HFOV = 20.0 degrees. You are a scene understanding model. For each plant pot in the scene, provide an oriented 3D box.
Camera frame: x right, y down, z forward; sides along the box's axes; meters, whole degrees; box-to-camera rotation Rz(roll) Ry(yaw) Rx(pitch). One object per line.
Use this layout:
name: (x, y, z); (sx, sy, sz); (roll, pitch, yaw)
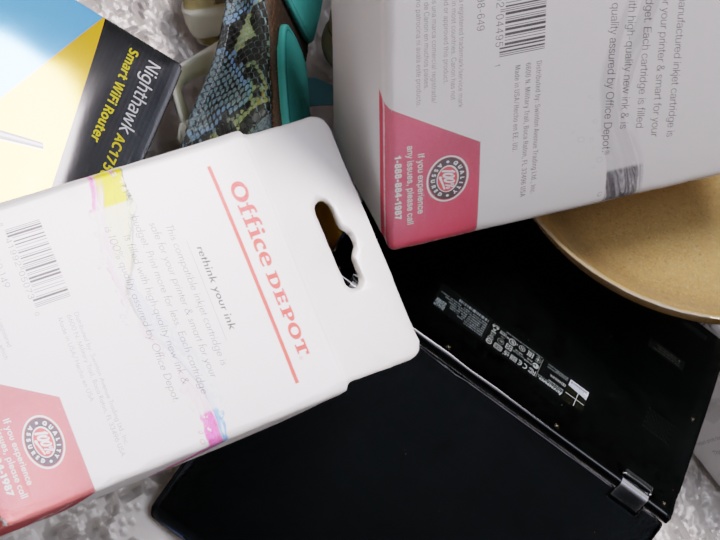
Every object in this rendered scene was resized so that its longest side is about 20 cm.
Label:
plant pot: (0.163, -0.050, 0.957); (0.198, 0.028, 0.201); (3, 53, -4)

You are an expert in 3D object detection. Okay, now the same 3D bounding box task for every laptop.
laptop: (0.042, 0.070, 0.929); (0.187, 0.116, 0.200); (36, 41, -4)

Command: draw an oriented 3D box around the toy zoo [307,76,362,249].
toy zoo: (0.000, 0.000, 0.968); (0.130, 0.020, 0.201); (-18, 82, -34)

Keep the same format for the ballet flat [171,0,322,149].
ballet flat: (-0.055, -0.108, 0.942); (0.074, 0.074, 0.201); (24, 43, -21)

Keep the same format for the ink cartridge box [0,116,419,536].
ink cartridge box: (-0.086, 0.020, 0.818); (0.199, 0.067, 0.117); (-19, 84, -32)

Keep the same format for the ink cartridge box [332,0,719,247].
ink cartridge box: (0.092, -0.108, 0.871); (0.198, 0.147, 0.085); (-12, 39, -14)

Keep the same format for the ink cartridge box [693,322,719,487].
ink cartridge box: (0.198, 0.002, 1.044); (0.146, 0.085, 0.201); (-40, 96, -33)

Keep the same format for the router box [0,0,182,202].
router box: (-0.177, -0.038, 0.857); (0.149, 0.051, 0.201); (30, 59, -19)

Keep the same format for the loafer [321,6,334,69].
loafer: (0.077, -0.138, 0.955); (0.199, 0.068, 0.076); (-23, 57, -24)
